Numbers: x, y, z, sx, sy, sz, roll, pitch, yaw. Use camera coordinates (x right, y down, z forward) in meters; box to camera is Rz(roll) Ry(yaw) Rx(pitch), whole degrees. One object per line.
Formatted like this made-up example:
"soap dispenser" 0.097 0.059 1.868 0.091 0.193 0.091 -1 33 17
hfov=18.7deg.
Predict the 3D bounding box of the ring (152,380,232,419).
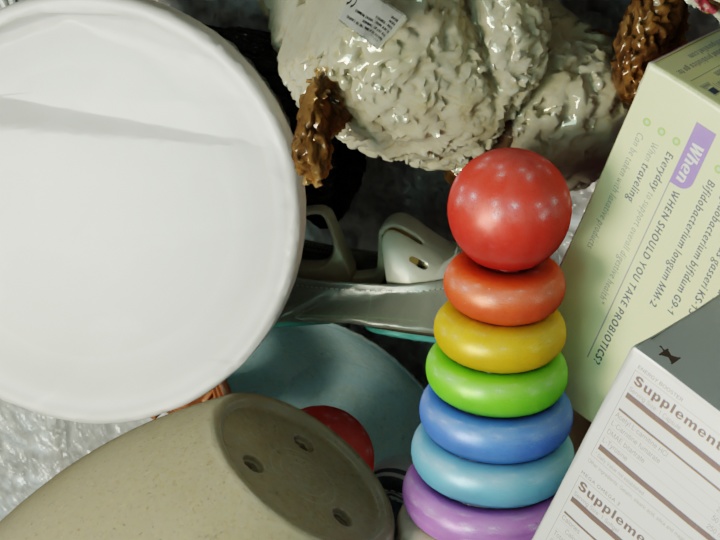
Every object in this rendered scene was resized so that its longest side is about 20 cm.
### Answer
"ring" -0.141 0.017 1.187 0.200 0.019 0.200 42 160 18

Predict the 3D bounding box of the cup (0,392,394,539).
"cup" -0.065 0.142 1.016 0.200 0.200 0.143 44 114 15

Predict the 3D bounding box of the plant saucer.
"plant saucer" -0.007 0.114 1.212 0.201 0.039 0.201 15 117 32

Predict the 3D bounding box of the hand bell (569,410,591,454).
"hand bell" 0.133 0.130 1.095 0.200 0.104 0.104 47 131 -4

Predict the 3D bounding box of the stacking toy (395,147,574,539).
"stacking toy" 0.064 0.041 0.975 0.085 0.085 0.200 20 120 31

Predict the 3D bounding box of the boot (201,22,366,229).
"boot" -0.076 -0.055 1.171 0.158 0.079 0.211 13 146 6

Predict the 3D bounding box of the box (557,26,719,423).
"box" 0.198 0.017 0.972 0.200 0.097 0.176 36 127 22

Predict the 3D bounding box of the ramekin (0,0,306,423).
"ramekin" -0.118 -0.037 1.037 0.202 0.094 0.203 2 105 8

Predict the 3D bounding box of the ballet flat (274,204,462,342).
"ballet flat" 0.000 0.000 1.095 0.200 0.067 0.064 2 109 16

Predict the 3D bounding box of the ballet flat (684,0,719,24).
"ballet flat" 0.185 -0.109 0.906 0.200 0.064 0.076 26 114 1

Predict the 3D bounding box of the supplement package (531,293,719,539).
"supplement package" 0.145 0.117 0.915 0.110 0.114 0.200 39 129 21

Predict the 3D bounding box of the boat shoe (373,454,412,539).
"boat shoe" 0.035 0.200 1.127 0.071 0.091 0.200 -17 97 41

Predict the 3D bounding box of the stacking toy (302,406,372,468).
"stacking toy" -0.065 0.126 1.168 0.200 0.085 0.085 -38 83 42

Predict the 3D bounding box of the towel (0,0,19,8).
"towel" -0.199 -0.185 1.148 0.200 0.024 0.147 -121 10 -67

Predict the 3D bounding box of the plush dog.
"plush dog" 0.054 -0.089 0.994 0.200 0.172 0.161 -30 46 53
